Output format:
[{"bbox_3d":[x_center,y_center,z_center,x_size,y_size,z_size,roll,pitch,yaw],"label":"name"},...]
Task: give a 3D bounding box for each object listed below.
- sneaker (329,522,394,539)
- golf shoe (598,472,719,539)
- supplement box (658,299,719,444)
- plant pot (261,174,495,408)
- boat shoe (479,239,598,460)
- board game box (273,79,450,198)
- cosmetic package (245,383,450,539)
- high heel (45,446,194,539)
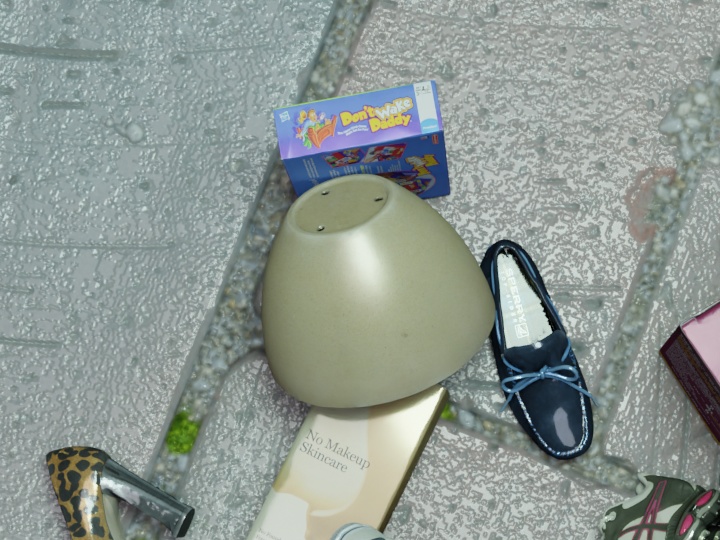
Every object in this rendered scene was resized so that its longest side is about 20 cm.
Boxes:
[{"bbox_3d":[0.049,0.292,1.583,0.200,0.071,0.073,45,78,-22],"label":"sneaker"},{"bbox_3d":[0.229,0.248,1.589,0.088,0.077,0.200,25,46,27],"label":"golf shoe"},{"bbox_3d":[0.334,0.063,1.571,0.131,0.200,0.103,-32,80,0],"label":"supplement box"},{"bbox_3d":[0.000,0.000,1.583,0.200,0.200,0.135,-18,122,1],"label":"plant pot"},{"bbox_3d":[0.144,0.071,1.648,0.084,0.069,0.200,-25,81,0],"label":"boat shoe"},{"bbox_3d":[0.005,-0.100,1.616,0.134,0.200,0.045,-10,77,2],"label":"board game box"},{"bbox_3d":[-0.010,0.172,1.642,0.105,0.071,0.200,24,84,7],"label":"cosmetic package"},{"bbox_3d":[-0.250,0.258,1.651,0.142,0.071,0.200,27,82,14],"label":"high heel"}]
